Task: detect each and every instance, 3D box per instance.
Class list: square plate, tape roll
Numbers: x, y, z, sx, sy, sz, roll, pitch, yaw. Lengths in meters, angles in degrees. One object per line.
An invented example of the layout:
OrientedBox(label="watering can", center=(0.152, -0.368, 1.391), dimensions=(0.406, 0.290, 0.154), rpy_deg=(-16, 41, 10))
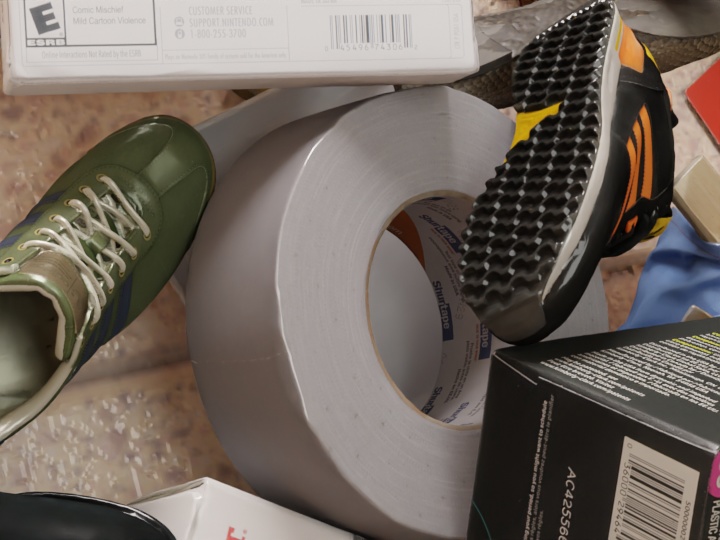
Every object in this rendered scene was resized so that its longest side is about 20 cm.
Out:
OrientedBox(label="square plate", center=(0.000, 0.000, 0.868), dimensions=(0.200, 0.028, 0.199), rpy_deg=(-31, 99, -32))
OrientedBox(label="tape roll", center=(0.021, 0.022, 0.805), dimensions=(0.200, 0.066, 0.201), rpy_deg=(10, 75, -40))

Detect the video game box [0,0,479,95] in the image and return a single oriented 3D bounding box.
OrientedBox(label="video game box", center=(-0.055, -0.168, 0.754), dimensions=(0.199, 0.047, 0.183), rpy_deg=(-3, 90, -15))

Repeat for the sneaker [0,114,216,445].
OrientedBox(label="sneaker", center=(-0.123, 0.011, 0.735), dimensions=(0.067, 0.090, 0.200), rpy_deg=(46, 72, -10))

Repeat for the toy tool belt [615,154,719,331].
OrientedBox(label="toy tool belt", center=(0.158, 0.053, 0.902), dimensions=(0.123, 0.125, 0.201), rpy_deg=(26, 89, -35))

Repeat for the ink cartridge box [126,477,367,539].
OrientedBox(label="ink cartridge box", center=(-0.020, 0.193, 0.776), dimensions=(0.199, 0.084, 0.146), rpy_deg=(25, 65, -25))

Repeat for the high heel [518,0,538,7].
OrientedBox(label="high heel", center=(0.084, -0.137, 0.953), dimensions=(0.096, 0.067, 0.201), rpy_deg=(10, 69, -13))

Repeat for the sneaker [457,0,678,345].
OrientedBox(label="sneaker", center=(0.106, -0.032, 0.788), dimensions=(0.090, 0.070, 0.201), rpy_deg=(43, 41, -24))

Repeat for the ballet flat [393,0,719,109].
OrientedBox(label="ballet flat", center=(0.105, -0.109, 0.895), dimensions=(0.199, 0.046, 0.067), rpy_deg=(-17, 46, -24))

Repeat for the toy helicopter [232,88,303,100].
OrientedBox(label="toy helicopter", center=(-0.027, -0.179, 0.881), dimensions=(0.132, 0.079, 0.201), rpy_deg=(26, 77, -31))

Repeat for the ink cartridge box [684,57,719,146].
OrientedBox(label="ink cartridge box", center=(0.302, -0.068, 1.070), dimensions=(0.162, 0.057, 0.200), rpy_deg=(-42, 105, -32))

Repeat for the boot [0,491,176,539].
OrientedBox(label="boot", center=(-0.161, 0.089, 0.634), dimensions=(0.197, 0.163, 0.074), rpy_deg=(5, 65, -3))

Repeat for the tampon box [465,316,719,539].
OrientedBox(label="tampon box", center=(0.160, 0.109, 0.760), dimensions=(0.199, 0.126, 0.151), rpy_deg=(-6, 109, -36))
